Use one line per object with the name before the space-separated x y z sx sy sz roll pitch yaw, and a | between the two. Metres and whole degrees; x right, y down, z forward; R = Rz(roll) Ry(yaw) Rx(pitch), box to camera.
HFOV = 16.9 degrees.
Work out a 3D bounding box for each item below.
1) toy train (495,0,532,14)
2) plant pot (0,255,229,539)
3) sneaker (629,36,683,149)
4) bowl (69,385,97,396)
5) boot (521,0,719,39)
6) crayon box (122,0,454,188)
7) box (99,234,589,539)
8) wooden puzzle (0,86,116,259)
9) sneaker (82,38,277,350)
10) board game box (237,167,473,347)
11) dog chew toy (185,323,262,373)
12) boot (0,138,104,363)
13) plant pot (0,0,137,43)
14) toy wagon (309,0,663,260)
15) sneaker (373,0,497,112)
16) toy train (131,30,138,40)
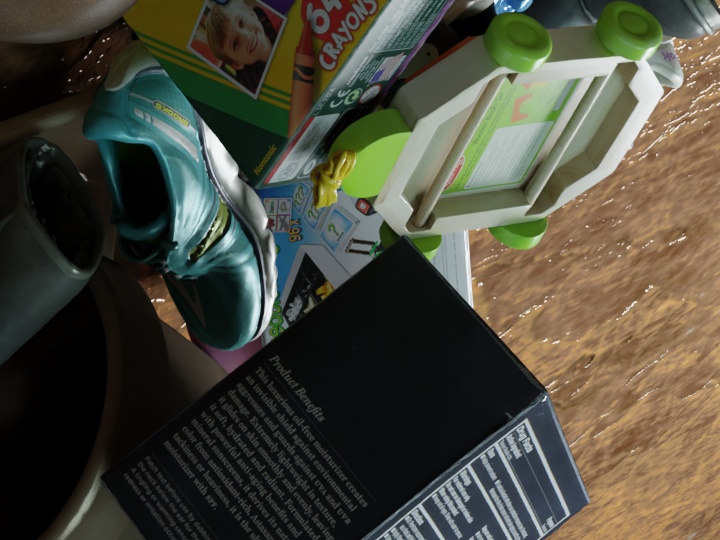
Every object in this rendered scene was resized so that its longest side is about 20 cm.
toy train | 0.041 -0.165 1.345 0.114 0.087 0.200 -28 156 -40
plant pot | -0.147 0.097 1.353 0.200 0.200 0.175 -44 141 19
sneaker | 0.113 -0.098 1.542 0.200 0.100 0.075 -37 156 8
bowl | -0.177 0.100 1.533 0.200 0.094 0.201 -19 142 -16
boot | 0.104 -0.128 1.435 0.200 0.182 0.073 -34 112 1
crayon box | -0.034 -0.171 1.166 0.058 0.173 0.200 -11 146 -50
box | -0.001 0.113 1.262 0.198 0.123 0.200 -38 157 -4
wooden puzzle | -0.219 -0.028 1.359 0.185 0.037 0.200 -22 156 -24
sneaker | -0.104 -0.029 1.305 0.080 0.077 0.200 -59 143 -38
board game box | 0.000 0.000 1.401 0.126 0.035 0.200 -8 133 -2
dog chew toy | -0.056 -0.010 1.482 0.124 0.125 0.200 -28 145 -12
boot | -0.208 0.053 1.255 0.200 0.182 0.073 -33 146 21
plant pot | -0.148 -0.175 1.056 0.187 0.187 0.200 -33 168 -3
toy wagon | 0.058 -0.067 1.208 0.200 0.040 0.155 -8 144 -33
sneaker | 0.010 -0.139 1.252 0.130 0.199 0.079 -38 -176 39
toy train | -0.065 -0.118 1.377 0.046 0.034 0.200 -47 152 12
